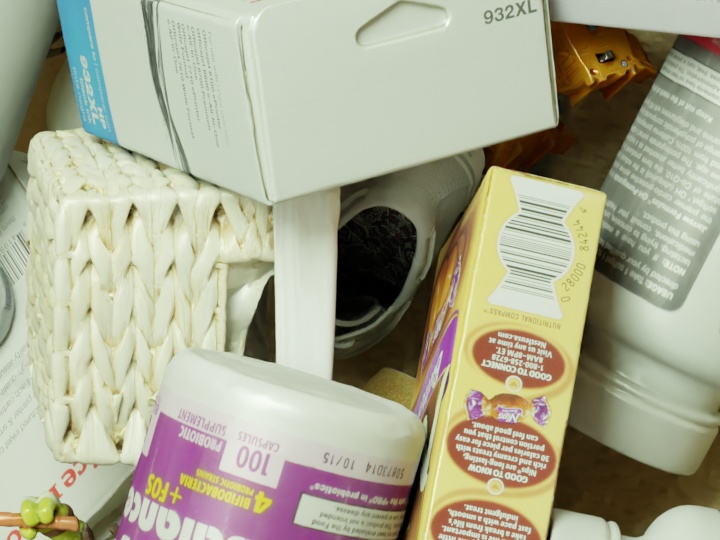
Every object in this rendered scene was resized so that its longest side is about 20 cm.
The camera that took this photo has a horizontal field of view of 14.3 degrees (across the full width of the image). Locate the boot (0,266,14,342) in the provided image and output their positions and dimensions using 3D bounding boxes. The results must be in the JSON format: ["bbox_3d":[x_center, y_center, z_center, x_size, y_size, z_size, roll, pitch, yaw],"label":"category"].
[{"bbox_3d":[-0.271,0.054,1.462,0.200,0.095,0.074,-43,60,25],"label":"boot"}]

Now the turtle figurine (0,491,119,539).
[{"bbox_3d":[-0.094,0.158,1.416,0.161,0.200,0.064,-32,26,5],"label":"turtle figurine"}]

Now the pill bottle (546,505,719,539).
[{"bbox_3d":[0.164,0.159,1.177,0.199,0.111,0.111,13,89,-3],"label":"pill bottle"}]

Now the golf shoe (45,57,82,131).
[{"bbox_3d":[-0.113,-0.139,1.486,0.200,0.097,0.078,-48,61,20],"label":"golf shoe"}]

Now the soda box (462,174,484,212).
[{"bbox_3d":[0.022,-0.130,1.407,0.064,0.068,0.201,-3,81,34],"label":"soda box"}]

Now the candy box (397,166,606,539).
[{"bbox_3d":[0.051,0.071,1.211,0.056,0.117,0.201,12,71,-5],"label":"candy box"}]

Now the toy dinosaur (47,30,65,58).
[{"bbox_3d":[-0.184,-0.154,1.555,0.200,0.058,0.101,-37,25,21],"label":"toy dinosaur"}]

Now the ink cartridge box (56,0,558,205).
[{"bbox_3d":[-0.027,-0.099,1.254,0.200,0.145,0.084,23,125,60],"label":"ink cartridge box"}]

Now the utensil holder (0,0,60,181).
[{"bbox_3d":[-0.231,-0.134,1.422,0.170,0.170,0.201,26,100,35],"label":"utensil holder"}]

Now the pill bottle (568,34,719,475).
[{"bbox_3d":[0.157,-0.015,1.269,0.111,0.111,0.200,32,100,34],"label":"pill bottle"}]

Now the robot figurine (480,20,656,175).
[{"bbox_3d":[0.055,-0.153,1.309,0.145,0.058,0.200,-41,66,52],"label":"robot figurine"}]

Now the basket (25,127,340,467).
[{"bbox_3d":[-0.087,0.006,1.309,0.200,0.123,0.136,-133,44,-74],"label":"basket"}]

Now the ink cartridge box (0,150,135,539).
[{"bbox_3d":[-0.164,0.060,1.494,0.147,0.083,0.200,-47,59,19],"label":"ink cartridge box"}]

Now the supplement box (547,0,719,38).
[{"bbox_3d":[0.170,-0.174,1.239,0.109,0.200,0.061,9,127,35],"label":"supplement box"}]

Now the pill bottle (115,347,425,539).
[{"bbox_3d":[-0.052,0.141,1.175,0.112,0.112,0.201,17,93,35],"label":"pill bottle"}]

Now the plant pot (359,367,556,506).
[{"bbox_3d":[0.008,0.154,1.318,0.186,0.186,0.200,25,85,35],"label":"plant pot"}]

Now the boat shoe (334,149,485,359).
[{"bbox_3d":[0.000,0.000,1.349,0.069,0.072,0.200,-59,8,-34],"label":"boat shoe"}]
